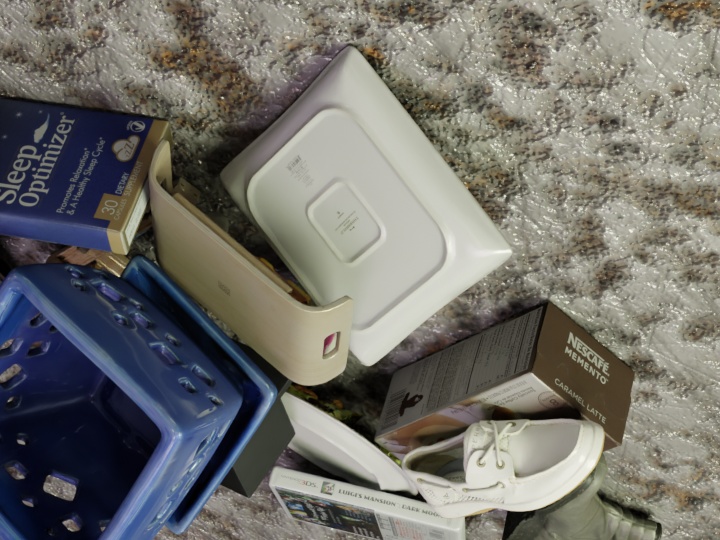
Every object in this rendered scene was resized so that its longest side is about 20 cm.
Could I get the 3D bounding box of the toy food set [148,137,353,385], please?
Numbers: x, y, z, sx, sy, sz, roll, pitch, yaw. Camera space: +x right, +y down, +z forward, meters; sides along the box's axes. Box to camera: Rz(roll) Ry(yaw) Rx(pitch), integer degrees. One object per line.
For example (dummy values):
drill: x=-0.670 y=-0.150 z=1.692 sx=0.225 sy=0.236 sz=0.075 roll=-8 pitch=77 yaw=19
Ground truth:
toy food set: x=-0.087 y=-0.006 z=1.577 sx=0.200 sy=0.060 sz=0.144 roll=39 pitch=158 yaw=14

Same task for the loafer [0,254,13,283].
loafer: x=-0.347 y=-0.039 z=1.743 sx=0.063 sy=0.072 sz=0.200 roll=-7 pitch=148 yaw=0

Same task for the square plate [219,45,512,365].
square plate: x=-0.006 y=-0.041 z=1.536 sx=0.198 sy=0.028 sz=0.200 roll=52 pitch=134 yaw=2

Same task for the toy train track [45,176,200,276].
toy train track: x=-0.209 y=-0.027 z=1.715 sx=0.115 sy=0.033 sz=0.200 roll=38 pitch=138 yaw=-25

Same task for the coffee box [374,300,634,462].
coffee box: x=0.123 y=0.118 z=1.720 sx=0.114 sy=0.080 sz=0.200 roll=38 pitch=139 yaw=-24

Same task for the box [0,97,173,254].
box: x=-0.263 y=-0.080 z=1.596 sx=0.199 sy=0.121 sz=0.032 roll=8 pitch=143 yaw=13

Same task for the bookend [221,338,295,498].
bookend: x=-0.138 y=0.137 z=1.782 sx=0.200 sy=0.092 sz=0.199 roll=22 pitch=153 yaw=28

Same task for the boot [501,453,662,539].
boot: x=0.221 y=0.219 z=1.832 sx=0.130 sy=0.068 sz=0.200 roll=18 pitch=151 yaw=-8

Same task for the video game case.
video game case: x=0.010 y=0.232 z=1.901 sx=0.181 sy=0.023 sz=0.200 roll=13 pitch=166 yaw=7

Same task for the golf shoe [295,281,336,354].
golf shoe: x=0.000 y=0.000 z=1.642 sx=0.075 sy=0.091 sz=0.200 roll=51 pitch=123 yaw=15

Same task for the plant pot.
plant pot: x=-0.198 y=0.113 z=1.590 sx=0.200 sy=0.180 sz=0.200 roll=43 pitch=120 yaw=18

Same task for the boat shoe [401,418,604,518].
boat shoe: x=0.111 y=0.156 z=1.647 sx=0.069 sy=0.071 sz=0.200 roll=39 pitch=139 yaw=-26

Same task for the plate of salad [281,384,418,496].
plate of salad: x=-0.029 y=0.144 z=1.826 sx=0.200 sy=0.048 sz=0.200 roll=31 pitch=165 yaw=9
